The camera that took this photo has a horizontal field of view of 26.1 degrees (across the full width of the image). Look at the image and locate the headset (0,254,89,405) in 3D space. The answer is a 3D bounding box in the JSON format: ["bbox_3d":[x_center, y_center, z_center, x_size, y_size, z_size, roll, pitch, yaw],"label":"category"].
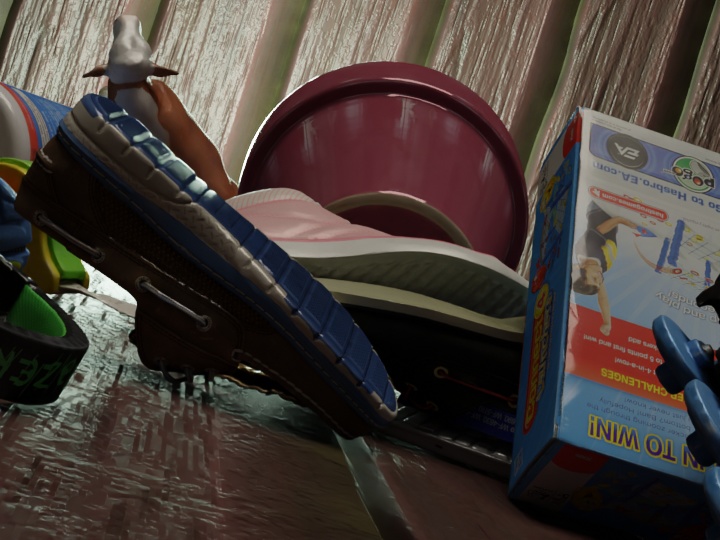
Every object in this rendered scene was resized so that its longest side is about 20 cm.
[{"bbox_3d":[-0.191,-0.005,0.557,0.200,0.094,0.123,35,3,21],"label":"headset"}]

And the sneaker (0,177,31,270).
[{"bbox_3d":[-0.252,-0.042,0.733,0.199,0.071,0.083,14,9,-18],"label":"sneaker"}]

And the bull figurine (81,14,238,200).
[{"bbox_3d":[-0.144,-0.095,1.147,0.200,0.065,0.121,63,-4,-19],"label":"bull figurine"}]

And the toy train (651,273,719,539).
[{"bbox_3d":[0.174,0.069,0.568,0.114,0.087,0.200,49,18,-22],"label":"toy train"}]

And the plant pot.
[{"bbox_3d":[0.013,-0.021,1.013,0.200,0.200,0.179,18,21,-5],"label":"plant pot"}]

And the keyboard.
[{"bbox_3d":[0.098,0.100,0.760,0.200,0.011,0.056,19,11,13],"label":"keyboard"}]

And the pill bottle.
[{"bbox_3d":[-0.236,-0.068,1.080,0.112,0.112,0.200,19,2,18],"label":"pill bottle"}]

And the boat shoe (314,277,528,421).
[{"bbox_3d":[0.046,0.045,0.772,0.201,0.063,0.074,14,6,-8],"label":"boat shoe"}]

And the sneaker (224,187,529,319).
[{"bbox_3d":[0.000,0.000,0.852,0.200,0.075,0.105,7,23,-6],"label":"sneaker"}]

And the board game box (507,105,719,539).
[{"bbox_3d":[0.178,0.038,0.737,0.200,0.196,0.056,18,-38,-9],"label":"board game box"}]

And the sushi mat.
[{"bbox_3d":[-0.043,0.053,0.834,0.096,0.012,0.200,17,1,13],"label":"sushi mat"}]

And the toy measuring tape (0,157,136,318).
[{"bbox_3d":[-0.164,-0.020,0.876,0.200,0.074,0.074,16,1,21],"label":"toy measuring tape"}]

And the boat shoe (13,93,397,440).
[{"bbox_3d":[-0.070,0.012,0.705,0.200,0.072,0.072,44,11,0],"label":"boat shoe"}]

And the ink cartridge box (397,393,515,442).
[{"bbox_3d":[0.091,0.083,0.892,0.099,0.039,0.200,20,3,22],"label":"ink cartridge box"}]
